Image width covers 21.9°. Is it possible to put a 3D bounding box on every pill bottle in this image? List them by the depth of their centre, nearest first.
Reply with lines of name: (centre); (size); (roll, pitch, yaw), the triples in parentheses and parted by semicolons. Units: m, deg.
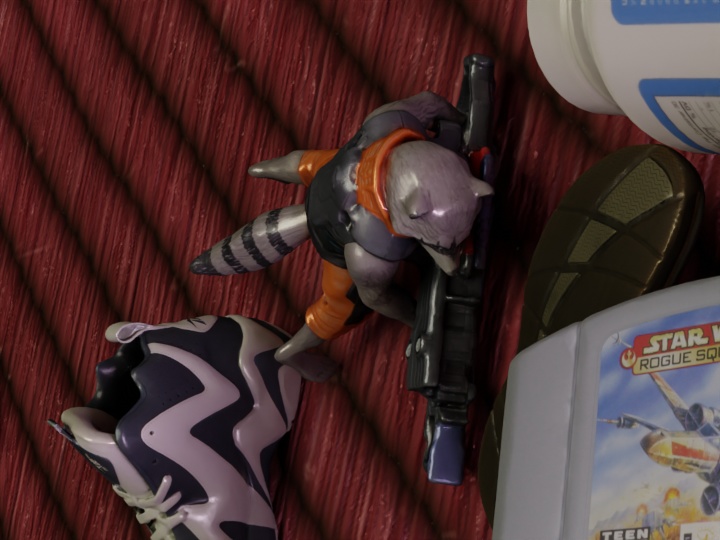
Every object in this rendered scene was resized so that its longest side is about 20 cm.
pill bottle: (0.150, -0.096, 0.655); (0.200, 0.112, 0.113); (10, 88, 56)

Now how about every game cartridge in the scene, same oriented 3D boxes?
game cartridge: (0.124, 0.068, 0.620); (0.199, 0.041, 0.134); (-14, 66, 44)

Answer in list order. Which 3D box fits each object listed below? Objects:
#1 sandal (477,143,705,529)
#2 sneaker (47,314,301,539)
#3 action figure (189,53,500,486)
sandal: (0.100, 0.037, 0.750); (0.082, 0.054, 0.201); (-119, 36, -53)
sneaker: (-0.107, 0.117, 0.958); (0.079, 0.129, 0.201); (10, 88, 57)
action figure: (0.000, 0.000, 0.865); (0.193, 0.104, 0.201); (149, 128, -60)
